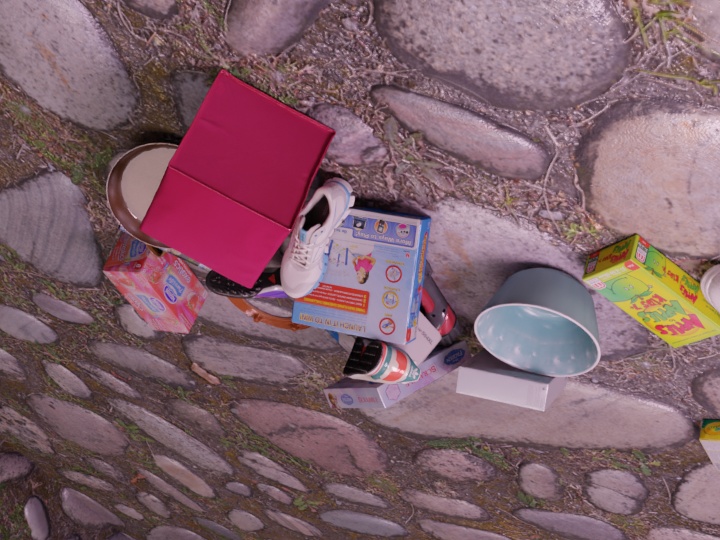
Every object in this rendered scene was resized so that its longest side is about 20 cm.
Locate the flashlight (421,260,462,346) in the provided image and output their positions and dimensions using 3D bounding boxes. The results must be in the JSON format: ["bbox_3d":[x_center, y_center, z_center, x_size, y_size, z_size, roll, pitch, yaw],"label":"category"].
[{"bbox_3d":[0.107,0.049,1.779,0.068,0.068,0.200,3,145,35],"label":"flashlight"}]

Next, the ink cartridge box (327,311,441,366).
[{"bbox_3d":[0.026,0.094,1.815,0.146,0.084,0.200,47,160,-15],"label":"ink cartridge box"}]

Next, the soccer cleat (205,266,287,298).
[{"bbox_3d":[-0.175,0.025,1.864,0.199,0.069,0.073,-4,156,-16],"label":"soccer cleat"}]

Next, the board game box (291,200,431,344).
[{"bbox_3d":[0.000,0.000,1.659,0.199,0.197,0.056,11,-170,20],"label":"board game box"}]

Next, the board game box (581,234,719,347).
[{"bbox_3d":[0.436,0.034,1.557,0.200,0.048,0.101,34,147,-19],"label":"board game box"}]

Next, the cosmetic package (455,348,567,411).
[{"bbox_3d":[0.261,0.178,1.782,0.150,0.052,0.200,12,-170,20],"label":"cosmetic package"}]

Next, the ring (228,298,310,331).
[{"bbox_3d":[-0.177,0.060,2.028,0.199,0.019,0.201,16,149,10],"label":"ring"}]

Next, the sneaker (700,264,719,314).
[{"bbox_3d":[0.558,0.079,1.491,0.200,0.089,0.075,39,101,-26],"label":"sneaker"}]

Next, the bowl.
[{"bbox_3d":[0.288,0.070,1.655,0.200,0.105,0.201,17,150,10],"label":"bowl"}]

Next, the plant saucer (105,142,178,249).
[{"bbox_3d":[-0.318,-0.127,1.746,0.199,0.032,0.201,1,125,1],"label":"plant saucer"}]

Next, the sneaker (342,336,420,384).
[{"bbox_3d":[0.037,0.155,1.697,0.093,0.071,0.200,24,171,-12],"label":"sneaker"}]

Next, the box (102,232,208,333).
[{"bbox_3d":[-0.391,0.023,2.028,0.094,0.103,0.200,4,144,28],"label":"box"}]

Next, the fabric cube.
[{"bbox_3d":[-0.182,-0.132,1.557,0.195,0.201,0.199,28,147,-8],"label":"fabric cube"}]

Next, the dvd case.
[{"bbox_3d":[-0.295,-0.083,1.806,0.199,0.018,0.143,27,120,-16],"label":"dvd case"}]

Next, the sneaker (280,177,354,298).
[{"bbox_3d":[-0.081,-0.048,1.610,0.075,0.201,0.087,26,-164,15],"label":"sneaker"}]

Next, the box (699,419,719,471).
[{"bbox_3d":[0.699,0.306,1.814,0.199,0.049,0.117,-1,142,38],"label":"box"}]

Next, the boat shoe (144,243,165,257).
[{"bbox_3d":[-0.366,-0.096,1.851,0.075,0.074,0.200,10,147,20],"label":"boat shoe"}]

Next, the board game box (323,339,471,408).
[{"bbox_3d":[0.064,0.184,1.869,0.200,0.199,0.041,-13,100,61],"label":"board game box"}]
